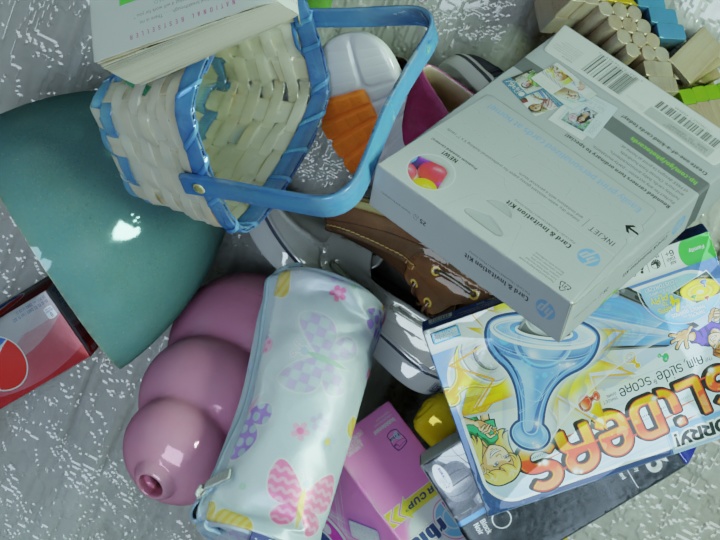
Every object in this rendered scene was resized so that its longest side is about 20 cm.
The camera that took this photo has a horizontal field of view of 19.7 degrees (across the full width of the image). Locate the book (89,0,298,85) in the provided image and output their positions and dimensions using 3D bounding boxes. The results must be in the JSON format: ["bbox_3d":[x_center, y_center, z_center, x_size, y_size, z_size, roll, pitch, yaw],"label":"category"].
[{"bbox_3d":[-0.106,-0.232,1.281,0.133,0.048,0.202,-17,69,27],"label":"book"}]

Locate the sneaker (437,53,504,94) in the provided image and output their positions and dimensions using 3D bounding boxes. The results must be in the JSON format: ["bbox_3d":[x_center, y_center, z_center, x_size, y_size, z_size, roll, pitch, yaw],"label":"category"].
[{"bbox_3d":[0.137,-0.080,1.440,0.200,0.079,0.078,51,158,8],"label":"sneaker"}]

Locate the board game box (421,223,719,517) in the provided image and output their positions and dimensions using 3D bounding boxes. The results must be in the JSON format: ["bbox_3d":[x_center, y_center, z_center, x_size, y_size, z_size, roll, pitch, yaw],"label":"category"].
[{"bbox_3d":[0.155,0.067,1.369,0.198,0.034,0.136,-20,99,5],"label":"board game box"}]

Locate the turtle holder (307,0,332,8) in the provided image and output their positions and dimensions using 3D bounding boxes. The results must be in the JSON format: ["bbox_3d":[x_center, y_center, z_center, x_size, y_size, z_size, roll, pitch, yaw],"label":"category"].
[{"bbox_3d":[-0.086,-0.259,1.409,0.131,0.185,0.142,-36,58,27],"label":"turtle holder"}]

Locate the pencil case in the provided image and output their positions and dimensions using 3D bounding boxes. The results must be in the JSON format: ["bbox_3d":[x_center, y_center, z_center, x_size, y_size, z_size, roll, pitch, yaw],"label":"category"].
[{"bbox_3d":[-0.048,0.099,1.407,0.090,0.083,0.202,19,72,-3],"label":"pencil case"}]

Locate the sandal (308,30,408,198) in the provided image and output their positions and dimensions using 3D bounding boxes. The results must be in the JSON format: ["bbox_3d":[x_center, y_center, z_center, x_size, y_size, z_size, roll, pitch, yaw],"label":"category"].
[{"bbox_3d":[0.027,-0.091,1.476,0.079,0.059,0.208,0,129,32],"label":"sandal"}]

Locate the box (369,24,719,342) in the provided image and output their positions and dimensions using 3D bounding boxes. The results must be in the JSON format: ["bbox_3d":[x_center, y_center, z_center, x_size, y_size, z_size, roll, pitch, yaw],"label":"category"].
[{"bbox_3d":[0.128,-0.060,1.311,0.155,0.200,0.041,36,140,20],"label":"box"}]

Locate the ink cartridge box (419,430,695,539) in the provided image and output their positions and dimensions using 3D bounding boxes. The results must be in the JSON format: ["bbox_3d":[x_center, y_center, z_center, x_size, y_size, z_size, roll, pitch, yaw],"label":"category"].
[{"bbox_3d":[0.148,0.118,1.416,0.199,0.039,0.100,-33,96,6],"label":"ink cartridge box"}]

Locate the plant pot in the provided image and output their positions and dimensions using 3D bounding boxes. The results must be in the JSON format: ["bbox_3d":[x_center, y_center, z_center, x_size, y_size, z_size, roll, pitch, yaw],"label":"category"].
[{"bbox_3d":[-0.170,-0.051,1.480,0.134,0.200,0.201,-33,100,-2],"label":"plant pot"}]

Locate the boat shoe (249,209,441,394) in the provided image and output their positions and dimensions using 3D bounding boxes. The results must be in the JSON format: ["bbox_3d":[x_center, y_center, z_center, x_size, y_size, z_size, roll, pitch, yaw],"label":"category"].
[{"bbox_3d":[0.000,0.000,1.490,0.200,0.072,0.066,46,116,13],"label":"boat shoe"}]

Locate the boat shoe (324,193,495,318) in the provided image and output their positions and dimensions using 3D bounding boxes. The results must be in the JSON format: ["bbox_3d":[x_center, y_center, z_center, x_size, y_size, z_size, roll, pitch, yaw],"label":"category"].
[{"bbox_3d":[0.060,0.003,1.419,0.199,0.072,0.068,23,91,13],"label":"boat shoe"}]

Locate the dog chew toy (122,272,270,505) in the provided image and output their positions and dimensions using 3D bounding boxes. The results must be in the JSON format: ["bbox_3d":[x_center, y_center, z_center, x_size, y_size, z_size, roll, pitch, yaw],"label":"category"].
[{"bbox_3d":[-0.102,0.091,1.487,0.124,0.200,0.125,16,130,19],"label":"dog chew toy"}]

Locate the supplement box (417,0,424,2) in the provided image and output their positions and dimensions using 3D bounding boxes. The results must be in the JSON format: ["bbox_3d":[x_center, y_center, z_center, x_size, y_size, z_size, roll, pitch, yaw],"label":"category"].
[{"bbox_3d":[0.027,-0.296,1.357,0.103,0.131,0.200,-37,96,24],"label":"supplement box"}]

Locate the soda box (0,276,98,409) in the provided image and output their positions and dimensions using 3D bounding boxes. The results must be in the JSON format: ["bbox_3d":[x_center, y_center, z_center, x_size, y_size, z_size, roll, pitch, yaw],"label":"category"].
[{"bbox_3d":[-0.289,0.073,1.606,0.199,0.070,0.064,-30,102,22],"label":"soda box"}]

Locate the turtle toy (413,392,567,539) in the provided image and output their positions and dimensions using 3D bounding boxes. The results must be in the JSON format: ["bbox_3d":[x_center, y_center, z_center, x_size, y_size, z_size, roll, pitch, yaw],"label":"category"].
[{"bbox_3d":[0.111,0.126,1.504,0.200,0.101,0.146,-41,96,23],"label":"turtle toy"}]

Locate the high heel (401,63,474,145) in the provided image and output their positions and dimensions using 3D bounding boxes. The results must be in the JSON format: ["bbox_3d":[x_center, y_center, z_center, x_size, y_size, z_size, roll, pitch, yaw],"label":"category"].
[{"bbox_3d":[0.112,-0.070,1.362,0.199,0.067,0.097,23,123,38],"label":"high heel"}]

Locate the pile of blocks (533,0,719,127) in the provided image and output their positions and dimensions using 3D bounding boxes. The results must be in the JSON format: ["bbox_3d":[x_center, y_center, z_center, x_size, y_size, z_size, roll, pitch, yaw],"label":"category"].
[{"bbox_3d":[0.193,-0.139,1.416,0.200,0.082,0.062,51,146,0],"label":"pile of blocks"}]

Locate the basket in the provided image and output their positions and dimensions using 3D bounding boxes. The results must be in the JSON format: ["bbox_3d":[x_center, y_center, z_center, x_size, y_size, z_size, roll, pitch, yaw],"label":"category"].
[{"bbox_3d":[-0.064,-0.109,1.347,0.198,0.177,0.140,7,139,23],"label":"basket"}]

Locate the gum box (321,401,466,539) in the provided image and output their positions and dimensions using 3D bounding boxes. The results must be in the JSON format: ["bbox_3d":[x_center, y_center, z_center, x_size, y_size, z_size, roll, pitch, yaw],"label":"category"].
[{"bbox_3d":[-0.006,0.194,1.525,0.114,0.066,0.200,52,144,7],"label":"gum box"}]
